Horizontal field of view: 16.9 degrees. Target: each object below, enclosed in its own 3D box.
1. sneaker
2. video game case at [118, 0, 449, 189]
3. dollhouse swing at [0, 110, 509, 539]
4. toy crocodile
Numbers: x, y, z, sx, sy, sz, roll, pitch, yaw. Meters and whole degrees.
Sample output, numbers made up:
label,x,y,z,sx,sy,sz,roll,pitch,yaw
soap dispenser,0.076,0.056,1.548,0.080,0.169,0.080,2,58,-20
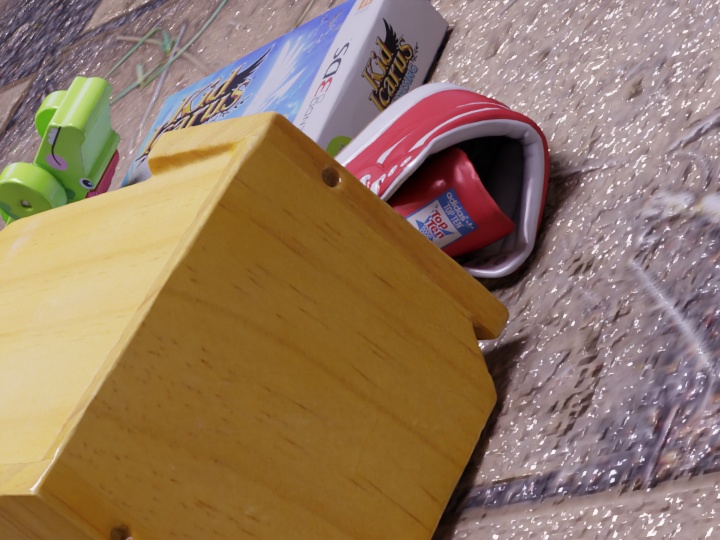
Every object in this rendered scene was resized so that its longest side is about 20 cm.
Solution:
label,x,y,z,sx,sy,sz,roll,pitch,yaw
sneaker,0.000,0.000,1.036,0.200,0.071,0.112,-49,20,-7
video game case,-0.061,-0.046,1.246,0.200,0.045,0.182,-23,33,45
dollhouse swing,-0.083,0.067,0.955,0.176,0.182,0.200,-33,22,49
toy crocodile,-0.164,-0.033,1.296,0.200,0.062,0.068,-59,6,50
